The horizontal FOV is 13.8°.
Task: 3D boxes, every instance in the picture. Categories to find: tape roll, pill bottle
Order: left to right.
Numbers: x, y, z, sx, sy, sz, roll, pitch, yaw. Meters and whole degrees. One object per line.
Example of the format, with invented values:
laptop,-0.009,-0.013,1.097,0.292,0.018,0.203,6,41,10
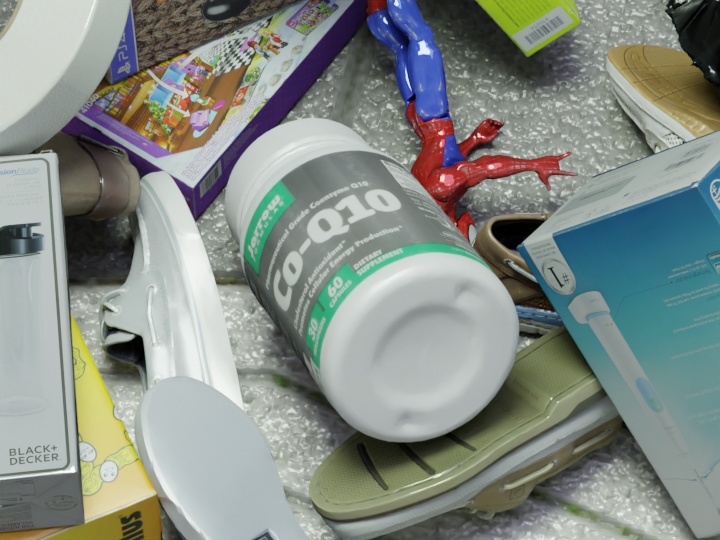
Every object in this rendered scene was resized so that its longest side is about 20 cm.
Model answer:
tape roll,-0.222,-0.150,1.650,0.202,0.037,0.203,-8,70,22
pill bottle,0.000,0.000,1.658,0.113,0.113,0.200,-20,33,-12

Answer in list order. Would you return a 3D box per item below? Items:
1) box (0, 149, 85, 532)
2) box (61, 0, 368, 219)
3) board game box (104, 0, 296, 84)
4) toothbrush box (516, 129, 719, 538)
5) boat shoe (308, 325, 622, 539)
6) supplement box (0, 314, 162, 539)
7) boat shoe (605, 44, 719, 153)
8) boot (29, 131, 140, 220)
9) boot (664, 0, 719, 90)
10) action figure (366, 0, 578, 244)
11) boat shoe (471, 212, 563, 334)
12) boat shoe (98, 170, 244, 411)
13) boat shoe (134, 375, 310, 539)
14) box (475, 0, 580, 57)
box,-0.209,0.039,1.578,0.116,0.060,0.200,-7,59,-4
box,-0.098,-0.141,1.830,0.137,0.039,0.200,31,63,17
board game box,-0.088,-0.229,1.767,0.200,0.160,0.097,-26,61,-14
toothbrush box,0.202,0.033,1.604,0.085,0.146,0.200,-40,102,-39
boat shoe,0.067,0.104,1.658,0.200,0.069,0.075,-25,40,-14
supplement box,-0.196,0.087,1.648,0.109,0.109,0.200,-21,61,-13
boat shoe,0.205,-0.068,1.771,0.071,0.069,0.200,-9,36,-27
boot,-0.213,-0.069,1.754,0.146,0.070,0.200,10,15,-20
boot,0.227,-0.156,1.776,0.198,0.073,0.162,40,26,17
action figure,0.063,-0.106,1.782,0.099,0.065,0.201,-6,81,-19
boat shoe,0.161,0.006,1.721,0.199,0.072,0.072,3,58,1
boat shoe,-0.115,0.036,1.710,0.068,0.072,0.200,-11,69,-10
boat shoe,-0.064,0.152,1.623,0.071,0.070,0.200,-30,76,-33
box,0.069,-0.237,1.822,0.048,0.122,0.200,-32,41,17
